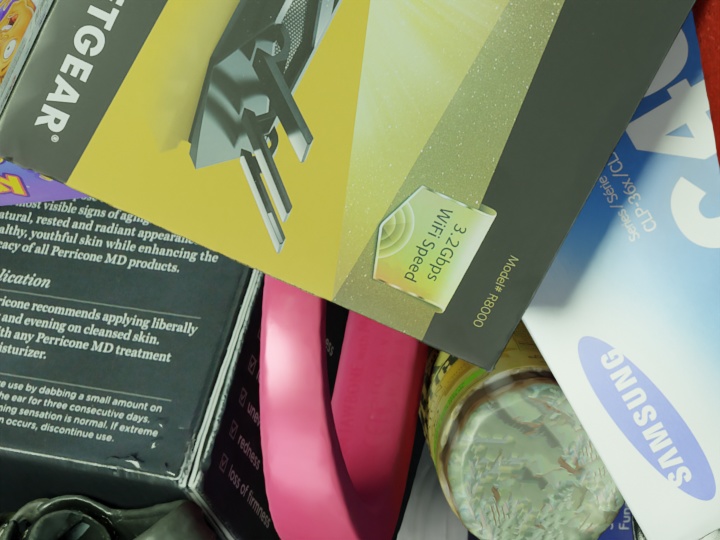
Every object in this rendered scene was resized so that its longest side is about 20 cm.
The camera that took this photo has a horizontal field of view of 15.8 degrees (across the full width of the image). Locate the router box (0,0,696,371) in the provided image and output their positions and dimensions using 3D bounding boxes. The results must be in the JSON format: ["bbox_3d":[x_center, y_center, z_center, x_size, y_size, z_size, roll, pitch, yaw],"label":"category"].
[{"bbox_3d":[0.010,-0.093,0.703,0.157,0.200,0.052,23,-163,-13],"label":"router box"}]

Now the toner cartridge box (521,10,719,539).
[{"bbox_3d":[0.083,-0.025,0.778,0.095,0.200,0.043,-31,178,18],"label":"toner cartridge box"}]

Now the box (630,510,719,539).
[{"bbox_3d":[0.187,0.090,0.950,0.147,0.105,0.200,-7,173,17],"label":"box"}]

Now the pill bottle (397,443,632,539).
[{"bbox_3d":[0.111,0.122,1.174,0.199,0.116,0.116,-3,149,38],"label":"pill bottle"}]

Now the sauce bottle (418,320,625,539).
[{"bbox_3d":[0.052,0.047,0.925,0.065,0.065,0.200,21,-172,-7],"label":"sauce bottle"}]

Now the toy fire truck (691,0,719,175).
[{"bbox_3d":[0.181,-0.035,0.721,0.199,0.168,0.112,25,155,-15],"label":"toy fire truck"}]

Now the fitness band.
[{"bbox_3d":[0.000,0.000,0.851,0.037,0.200,0.144,5,136,8],"label":"fitness band"}]

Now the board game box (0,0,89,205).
[{"bbox_3d":[-0.121,-0.088,0.862,0.199,0.135,0.045,-4,148,40],"label":"board game box"}]

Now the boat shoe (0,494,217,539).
[{"bbox_3d":[-0.095,0.103,0.867,0.200,0.069,0.057,-7,113,55],"label":"boat shoe"}]

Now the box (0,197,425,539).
[{"bbox_3d":[-0.055,0.023,0.976,0.124,0.197,0.200,9,155,22],"label":"box"}]
